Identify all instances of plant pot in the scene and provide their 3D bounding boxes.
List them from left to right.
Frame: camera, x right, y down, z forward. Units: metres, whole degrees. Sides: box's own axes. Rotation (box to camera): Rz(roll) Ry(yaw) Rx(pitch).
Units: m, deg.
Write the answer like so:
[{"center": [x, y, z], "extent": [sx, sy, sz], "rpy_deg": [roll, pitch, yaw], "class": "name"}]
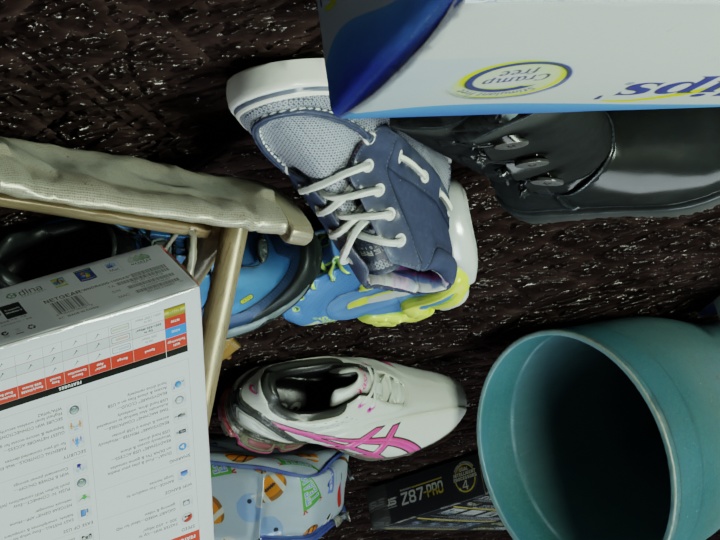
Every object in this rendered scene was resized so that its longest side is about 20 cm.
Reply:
[{"center": [0.224, 0.123, 1.828], "extent": [0.188, 0.200, 0.200], "rpy_deg": [-15, 172, -40], "class": "plant pot"}]

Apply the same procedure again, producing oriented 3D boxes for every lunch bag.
[{"center": [-0.105, 0.169, 1.894], "extent": [0.200, 0.076, 0.160], "rpy_deg": [6, -173, 12], "class": "lunch bag"}]

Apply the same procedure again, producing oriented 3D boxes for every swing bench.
[{"center": [-0.164, 0.020, 1.256], "extent": [0.199, 0.200, 0.130], "rpy_deg": [9, -159, -37], "class": "swing bench"}]

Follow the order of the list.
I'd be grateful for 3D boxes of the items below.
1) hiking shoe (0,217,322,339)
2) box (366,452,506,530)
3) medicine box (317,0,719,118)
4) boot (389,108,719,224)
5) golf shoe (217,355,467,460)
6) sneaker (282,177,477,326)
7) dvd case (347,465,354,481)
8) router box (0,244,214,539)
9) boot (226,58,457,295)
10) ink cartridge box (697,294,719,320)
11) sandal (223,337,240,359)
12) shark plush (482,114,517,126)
[{"center": [-0.121, 0.003, 1.387], "extent": [0.200, 0.075, 0.087], "rpy_deg": [-9, 166, 0], "class": "hiking shoe"}, {"center": [0.132, 0.223, 2.399], "extent": [0.200, 0.049, 0.161], "rpy_deg": [6, 157, -44], "class": "box"}, {"center": [0.078, -0.152, 0.682], "extent": [0.182, 0.200, 0.103], "rpy_deg": [-3, 164, -20], "class": "medicine box"}, {"center": [0.120, -0.081, 1.253], "extent": [0.165, 0.066, 0.200], "rpy_deg": [-15, 159, 17], "class": "boot"}, {"center": [-0.002, 0.103, 1.830], "extent": [0.200, 0.073, 0.092], "rpy_deg": [-1, 162, -25], "class": "golf shoe"}, {"center": [0.000, 0.000, 1.432], "extent": [0.105, 0.076, 0.200], "rpy_deg": [-9, 167, -16], "class": "sneaker"}, {"center": [-0.085, 0.174, 2.147], "extent": [0.146, 0.022, 0.200], "rpy_deg": [-9, 166, 2], "class": "dvd case"}, {"center": [-0.172, 0.099, 1.178], "extent": [0.200, 0.180, 0.049], "rpy_deg": [-17, -145, -25], "class": "router box"}, {"center": [0.000, -0.045, 1.245], "extent": [0.073, 0.091, 0.200], "rpy_deg": [-16, 164, 25], "class": "boot"}, {"center": [0.370, 0.013, 1.768], "extent": [0.196, 0.043, 0.200], "rpy_deg": [-6, 163, -11], "class": "ink cartridge box"}, {"center": [-0.117, 0.042, 1.573], "extent": [0.200, 0.054, 0.080], "rpy_deg": [-20, 161, 38], "class": "sandal"}, {"center": [0.090, -0.154, 1.021], "extent": [0.083, 0.091, 0.200], "rpy_deg": [-22, 153, -35], "class": "shark plush"}]
